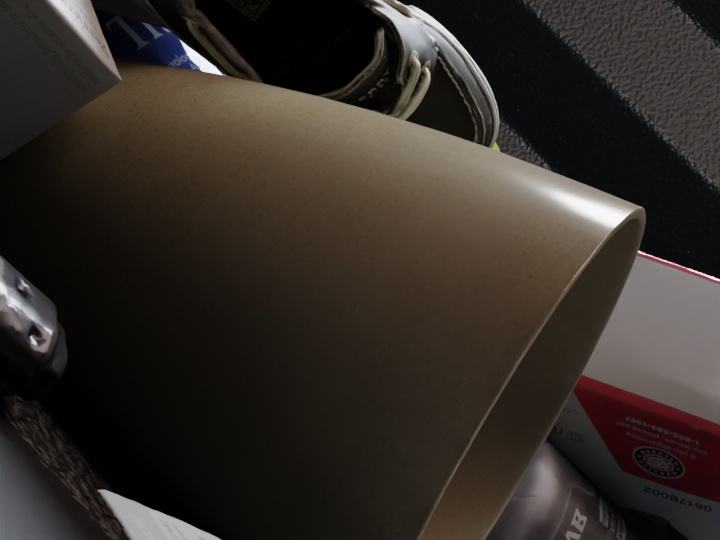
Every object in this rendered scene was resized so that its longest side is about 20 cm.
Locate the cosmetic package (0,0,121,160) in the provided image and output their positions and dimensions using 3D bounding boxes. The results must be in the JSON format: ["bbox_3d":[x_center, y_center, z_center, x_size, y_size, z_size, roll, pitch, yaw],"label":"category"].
[{"bbox_3d":[-0.167,-0.137,0.884,0.108,0.085,0.200,48,13,-51],"label":"cosmetic package"}]

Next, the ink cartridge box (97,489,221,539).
[{"bbox_3d":[0.012,0.154,0.670,0.200,0.047,0.160,35,9,-43],"label":"ink cartridge box"}]

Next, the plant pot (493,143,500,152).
[{"bbox_3d":[-0.005,-0.004,1.489,0.187,0.187,0.200,45,18,-12],"label":"plant pot"}]

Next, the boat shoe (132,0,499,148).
[{"bbox_3d":[-0.010,-0.077,0.953,0.200,0.071,0.064,28,10,-42],"label":"boat shoe"}]

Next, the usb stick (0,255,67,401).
[{"bbox_3d":[-0.167,-0.034,0.765,0.200,0.033,0.055,45,2,-22],"label":"usb stick"}]

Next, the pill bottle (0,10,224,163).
[{"bbox_3d":[-0.122,-0.075,1.042,0.200,0.111,0.111,46,3,6],"label":"pill bottle"}]

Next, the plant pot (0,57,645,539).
[{"bbox_3d":[-0.031,0.011,0.892,0.200,0.188,0.187,30,0,11],"label":"plant pot"}]

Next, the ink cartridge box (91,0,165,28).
[{"bbox_3d":[-0.100,-0.178,1.011,0.116,0.067,0.200,11,32,-36],"label":"ink cartridge box"}]

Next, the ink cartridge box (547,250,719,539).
[{"bbox_3d":[0.109,0.082,1.125,0.147,0.086,0.200,18,-38,17],"label":"ink cartridge box"}]

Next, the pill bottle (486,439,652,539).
[{"bbox_3d":[0.074,0.139,1.054,0.200,0.106,0.106,44,3,-20],"label":"pill bottle"}]
